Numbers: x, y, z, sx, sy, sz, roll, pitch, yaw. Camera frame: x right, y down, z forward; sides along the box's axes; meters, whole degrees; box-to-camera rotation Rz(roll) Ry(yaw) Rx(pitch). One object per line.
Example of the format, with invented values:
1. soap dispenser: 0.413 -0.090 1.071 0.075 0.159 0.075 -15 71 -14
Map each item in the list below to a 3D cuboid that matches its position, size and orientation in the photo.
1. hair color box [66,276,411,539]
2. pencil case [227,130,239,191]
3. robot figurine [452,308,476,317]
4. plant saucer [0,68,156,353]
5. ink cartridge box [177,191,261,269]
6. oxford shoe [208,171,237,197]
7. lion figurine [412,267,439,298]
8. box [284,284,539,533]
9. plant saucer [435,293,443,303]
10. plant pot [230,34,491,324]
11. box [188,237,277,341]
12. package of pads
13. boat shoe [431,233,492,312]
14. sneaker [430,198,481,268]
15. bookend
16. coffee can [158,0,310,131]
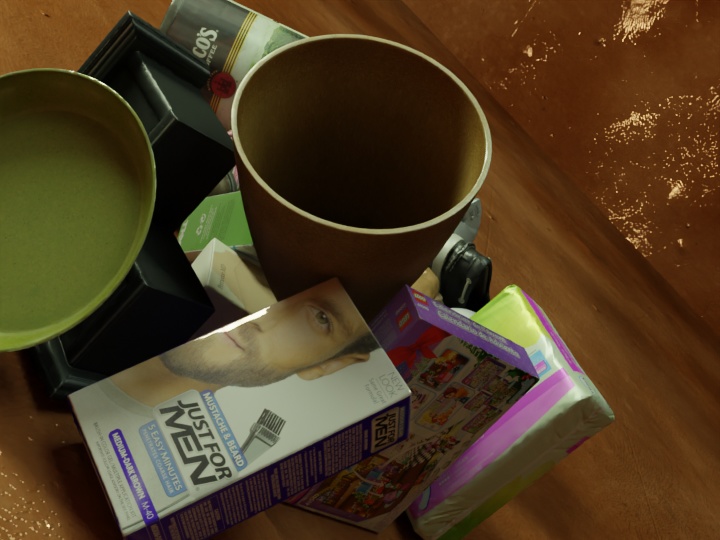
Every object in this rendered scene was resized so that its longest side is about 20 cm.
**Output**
1. hair color box: -0.077 0.096 0.660 0.198 0.065 0.110 -23 56 -19
2. pencil case: -0.093 -0.090 1.147 0.199 0.082 0.087 20 42 -46
3. robot figurine: 0.128 0.108 1.113 0.199 0.114 0.169 21 2 -44
4. plant saucer: -0.225 -0.039 0.677 0.201 0.199 0.031 50 -4 22
5. ink cartridge box: -0.108 -0.024 0.960 0.103 0.060 0.199 27 -18 -35
6. oxford shoe: -0.212 -0.115 1.009 0.199 0.073 0.084 34 21 12
7. lion figurine: 0.042 0.026 0.935 0.121 0.073 0.201 23 33 -3
8. box: 0.024 0.115 0.782 0.136 0.200 0.039 27 26 -35
9. plant saucer: 0.000 0.000 1.095 0.197 0.030 0.200 18 8 -2
10. plant pot: -0.014 -0.041 0.777 0.183 0.201 0.189 6 53 -8
11. box: -0.071 0.072 0.870 0.199 0.078 0.095 35 20 -21
12. package of pads: 0.106 0.127 0.907 0.068 0.199 0.155 39 16 -41
13. boat shoe: 0.123 0.039 1.180 0.060 0.202 0.074 32 59 26
14. sneaker: 0.080 -0.055 1.180 0.074 0.116 0.200 18 -17 30
15. bookend: -0.165 -0.039 0.733 0.092 0.199 0.201 25 25 -54
16. coffee can: -0.139 -0.233 1.193 0.197 0.148 0.147 23 23 -6
